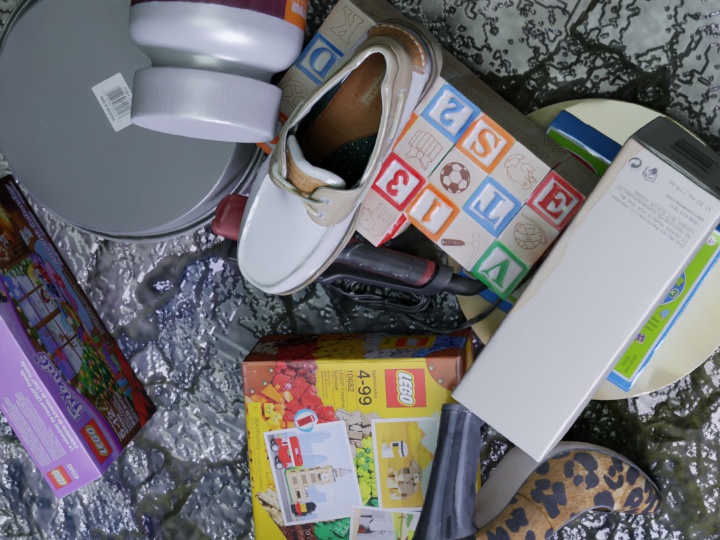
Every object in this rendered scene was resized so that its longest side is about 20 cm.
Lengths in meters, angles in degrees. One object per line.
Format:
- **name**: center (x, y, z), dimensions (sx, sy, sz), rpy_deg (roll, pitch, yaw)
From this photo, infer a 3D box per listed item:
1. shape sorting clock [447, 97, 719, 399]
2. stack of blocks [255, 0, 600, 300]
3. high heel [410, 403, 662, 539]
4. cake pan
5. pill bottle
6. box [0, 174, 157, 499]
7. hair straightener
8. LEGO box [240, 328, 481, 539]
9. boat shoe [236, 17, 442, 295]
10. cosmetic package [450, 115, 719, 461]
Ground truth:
- **shape sorting clock**: center (0.155, -0.014, 1.111), dimensions (0.200, 0.039, 0.200), rpy_deg (5, 104, 19)
- **stack of blocks**: center (0.041, -0.072, 1.084), dimensions (0.200, 0.059, 0.115), rpy_deg (40, 113, 7)
- **high heel**: center (0.115, 0.178, 1.099), dimensions (0.200, 0.071, 0.143), rpy_deg (20, 73, -32)
- **cake pan**: center (-0.160, -0.113, 1.139), dimensions (0.200, 0.037, 0.200), rpy_deg (2, 103, 8)
- **pill bottle**: center (-0.084, -0.185, 1.046), dimensions (0.110, 0.110, 0.200), rpy_deg (6, 87, 8)
- **box**: center (-0.219, 0.040, 1.133), dimensions (0.039, 0.137, 0.200), rpy_deg (-29, 98, 15)
- **hair straightener**: center (0.000, 0.000, 1.136), dimensions (0.200, 0.041, 0.077), rpy_deg (11, 149, 10)
- **LEGO box**: center (0.005, 0.146, 1.153), dimensions (0.149, 0.077, 0.200), rpy_deg (-2, 103, 10)
- **boat shoe**: center (-0.025, -0.067, 1.040), dimensions (0.075, 0.068, 0.200), rpy_deg (34, 112, 10)
- **cosmetic package**: center (0.148, 0.010, 1.042), dimensions (0.073, 0.104, 0.200), rpy_deg (37, 111, 9)
